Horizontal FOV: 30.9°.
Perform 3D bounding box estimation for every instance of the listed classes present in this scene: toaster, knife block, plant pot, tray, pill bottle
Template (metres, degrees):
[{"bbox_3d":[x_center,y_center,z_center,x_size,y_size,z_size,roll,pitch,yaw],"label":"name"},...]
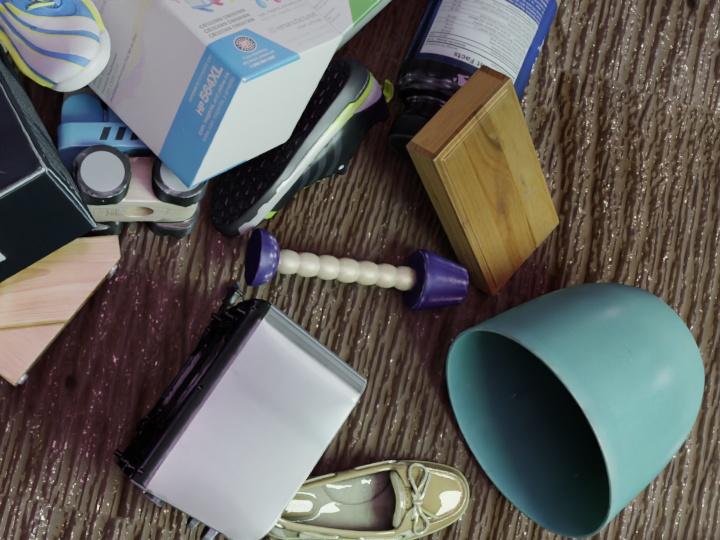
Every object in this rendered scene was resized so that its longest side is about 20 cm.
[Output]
[{"bbox_3d":[-0.099,0.115,1.059,0.118,0.181,0.200,37,78,-10],"label":"toaster"},{"bbox_3d":[-0.321,0.006,1.074,0.175,0.064,0.200,40,77,-7],"label":"knife block"},{"bbox_3d":[0.198,0.103,1.129,0.161,0.200,0.201,-29,91,-28],"label":"plant pot"},{"bbox_3d":[0.112,-0.073,1.134,0.037,0.200,0.099,32,72,37],"label":"tray"},{"bbox_3d":[0.099,-0.190,1.174,0.111,0.112,0.201,25,79,-10],"label":"pill bottle"}]

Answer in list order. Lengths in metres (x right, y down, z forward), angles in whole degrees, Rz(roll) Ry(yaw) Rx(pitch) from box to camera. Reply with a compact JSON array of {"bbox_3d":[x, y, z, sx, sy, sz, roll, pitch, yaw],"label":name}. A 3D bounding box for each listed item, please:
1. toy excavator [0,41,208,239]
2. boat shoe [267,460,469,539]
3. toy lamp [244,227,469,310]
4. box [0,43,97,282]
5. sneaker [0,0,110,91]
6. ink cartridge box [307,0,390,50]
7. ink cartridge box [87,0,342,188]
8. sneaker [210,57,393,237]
[{"bbox_3d":[-0.225,-0.135,1.109,0.193,0.100,0.201,0,70,-13],"label":"toy excavator"},{"bbox_3d":[0.007,0.201,1.128,0.200,0.063,0.074,3,82,-19],"label":"boat shoe"},{"bbox_3d":[0.000,0.000,1.149,0.199,0.058,0.059,10,81,-20],"label":"toy lamp"},{"bbox_3d":[-0.341,-0.080,0.985,0.199,0.124,0.197,-30,71,-4],"label":"box"},{"bbox_3d":[-0.267,-0.215,0.976,0.076,0.105,0.200,-45,57,0],"label":"sneaker"},{"bbox_3d":[-0.066,-0.289,1.135,0.146,0.084,0.200,-41,94,10],"label":"ink cartridge box"},{"bbox_3d":[-0.142,-0.193,1.050,0.200,0.125,0.128,45,44,11],"label":"ink cartridge box"},{"bbox_3d":[-0.044,-0.095,1.148,0.200,0.072,0.083,-47,134,3],"label":"sneaker"}]
